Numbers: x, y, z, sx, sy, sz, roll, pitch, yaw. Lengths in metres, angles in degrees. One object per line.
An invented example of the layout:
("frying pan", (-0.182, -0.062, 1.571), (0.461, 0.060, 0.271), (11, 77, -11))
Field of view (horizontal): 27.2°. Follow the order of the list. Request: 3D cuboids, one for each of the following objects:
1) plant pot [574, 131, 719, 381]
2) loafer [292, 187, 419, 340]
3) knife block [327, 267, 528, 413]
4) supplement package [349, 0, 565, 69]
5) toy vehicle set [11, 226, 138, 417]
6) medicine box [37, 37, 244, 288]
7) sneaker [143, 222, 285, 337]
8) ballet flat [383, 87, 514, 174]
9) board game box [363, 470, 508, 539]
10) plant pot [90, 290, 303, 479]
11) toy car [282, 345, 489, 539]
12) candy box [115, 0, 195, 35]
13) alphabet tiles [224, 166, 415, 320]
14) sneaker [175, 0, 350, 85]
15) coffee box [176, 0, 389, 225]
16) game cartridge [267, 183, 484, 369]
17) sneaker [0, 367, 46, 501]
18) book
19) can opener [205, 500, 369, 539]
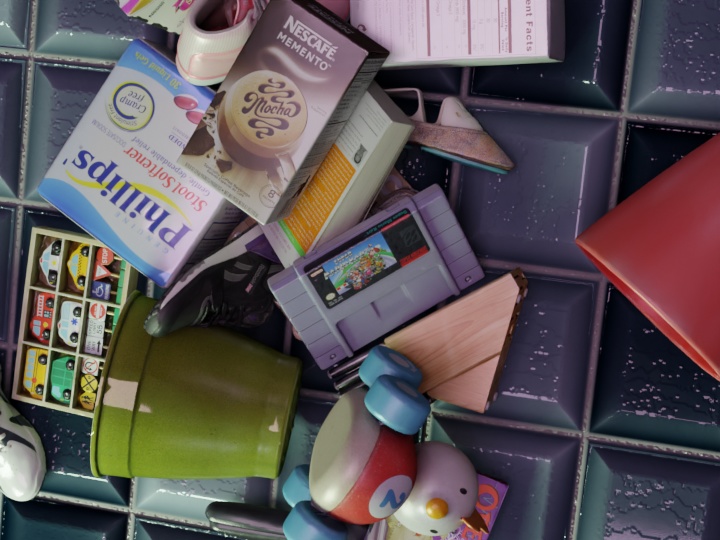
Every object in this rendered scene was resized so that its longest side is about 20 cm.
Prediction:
("plant pot", (0.336, -0.022, 1.422), (0.200, 0.200, 0.177), (45, 93, 7))
("loafer", (0.000, 0.000, 1.561), (0.072, 0.063, 0.200), (41, 104, 9))
("knife block", (0.066, 0.074, 1.557), (0.175, 0.064, 0.201), (18, 100, 12))
("supplement package", (0.099, -0.263, 1.489), (0.199, 0.117, 0.118), (0, 95, 14))
("toy vehicle set", (-0.321, 0.059, 1.677), (0.124, 0.027, 0.201), (10, 98, 13))
("medicine box", (-0.208, -0.113, 1.588), (0.182, 0.103, 0.200), (36, 99, 9))
("sneaker", (-0.134, 0.025, 1.535), (0.088, 0.200, 0.076), (47, 136, 4))
("ballet flat", (0.067, -0.151, 1.535), (0.199, 0.068, 0.068), (14, 95, 12))
("board game box", (0.064, 0.295, 1.568), (0.120, 0.032, 0.201), (21, 90, -7))
("plant pot", (-0.164, 0.137, 1.573), (0.192, 0.200, 0.201), (11, 98, 1))
("toy car", (0.052, 0.212, 1.477), (0.200, 0.177, 0.185), (30, 101, -10))
("candy box", (-0.160, -0.306, 1.507), (0.136, 0.200, 0.061), (-47, 72, 14))
("alphabet tiles", (-0.026, -0.034, 1.601), (0.200, 0.008, 0.167), (-42, 84, 15))
("sneaker", (-0.093, -0.260, 1.508), (0.200, 0.105, 0.075), (-25, 70, -17))
("coffee box", (-0.076, -0.160, 1.451), (0.113, 0.080, 0.200), (35, 107, 9))
("game cartridge", (0.018, 0.008, 1.519), (0.200, 0.130, 0.038), (-30, 43, 1))
("sneaker", (-0.432, 0.175, 1.665), (0.079, 0.130, 0.200), (-18, 91, 16))
("book", (-0.036, -0.106, 1.523), (0.134, 0.048, 0.200), (53, 123, 39))
("can opener", (-0.071, 0.280, 1.621), (0.199, 0.079, 0.064), (1, 138, 13))
